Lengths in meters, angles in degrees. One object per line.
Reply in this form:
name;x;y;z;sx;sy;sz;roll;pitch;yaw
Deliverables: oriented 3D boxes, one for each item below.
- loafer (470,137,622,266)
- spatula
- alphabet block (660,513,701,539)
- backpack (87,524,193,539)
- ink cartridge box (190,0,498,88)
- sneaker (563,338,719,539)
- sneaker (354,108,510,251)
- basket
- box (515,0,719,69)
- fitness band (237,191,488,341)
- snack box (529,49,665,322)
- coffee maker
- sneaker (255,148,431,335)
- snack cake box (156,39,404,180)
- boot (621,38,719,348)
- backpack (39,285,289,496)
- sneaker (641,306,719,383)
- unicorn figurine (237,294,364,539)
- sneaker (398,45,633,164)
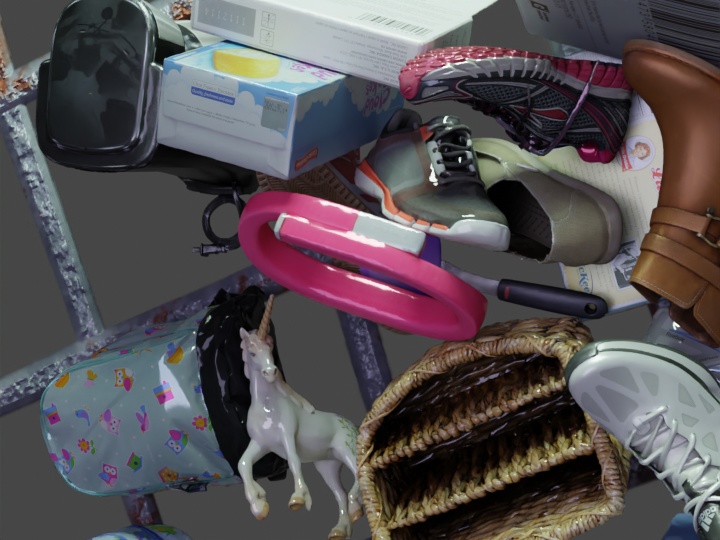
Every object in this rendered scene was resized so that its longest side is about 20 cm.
loafer;0.110;-0.054;1.302;0.199;0.068;0.076;21;112;45
spatula;0.094;0.009;1.314;0.198;0.021;0.057;15;115;19
alphabet block;0.288;0.303;1.170;0.194;0.196;0.202;5;105;23
backpack;-0.174;0.310;1.416;0.163;0.153;0.202;-25;67;43
ink cartridge box;-0.004;-0.204;1.336;0.199;0.176;0.045;19;118;21
sneaker;0.228;0.129;1.163;0.200;0.116;0.076;31;120;-13
sneaker;0.055;-0.075;1.269;0.200;0.077;0.082;39;111;57
basket;0.093;0.128;1.278;0.199;0.149;0.144;-24;100;21
box;0.214;-0.259;1.204;0.199;0.199;0.172;20;79;22
fitness band;0.000;0.000;1.271;0.199;0.144;0.038;19;70;14
snack box;0.197;-0.072;1.314;0.115;0.037;0.202;-16;84;23
coffee maker;-0.152;-0.117;1.366;0.134;0.200;0.194;-20;82;25
sneaker;-0.005;-0.044;1.389;0.071;0.113;0.200;-35;107;16
snack cake box;-0.055;-0.134;1.308;0.114;0.200;0.068;16;112;21
boot;0.232;-0.055;1.232;0.200;0.077;0.156;40;81;-20
backpack;-0.163;0.111;1.413;0.199;0.126;0.168;-13;88;25
sneaker;0.298;0.077;1.258;0.198;0.075;0.087;18;79;15
unicorn figurine;-0.048;0.129;1.336;0.073;0.200;0.138;-18;58;20
sneaker;0.118;-0.121;1.229;0.080;0.199;0.075;17;102;60
